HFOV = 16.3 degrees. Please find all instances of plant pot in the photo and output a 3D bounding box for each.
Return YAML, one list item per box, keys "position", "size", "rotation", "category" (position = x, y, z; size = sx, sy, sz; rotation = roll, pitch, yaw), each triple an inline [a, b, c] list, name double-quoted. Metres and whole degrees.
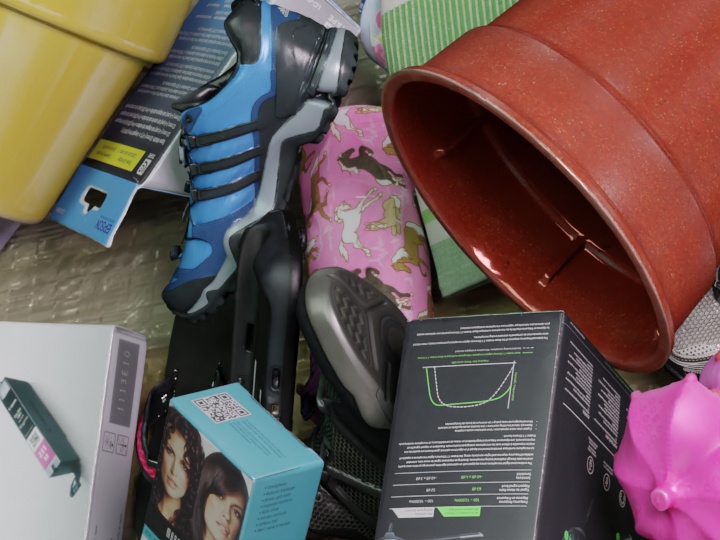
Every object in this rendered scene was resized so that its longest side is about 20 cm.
- position: [-0.226, -0.140, 1.575]
  size: [0.200, 0.200, 0.190]
  rotation: [26, 95, 37]
  category: "plant pot"
- position: [0.147, -0.088, 1.292]
  size: [0.195, 0.201, 0.200]
  rotation: [-44, 50, -16]
  category: "plant pot"

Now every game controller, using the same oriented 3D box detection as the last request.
- position: [-0.050, 0.070, 1.415]
  size: [0.042, 0.202, 0.104]
  rotation: [-1, 20, -15]
  category: "game controller"

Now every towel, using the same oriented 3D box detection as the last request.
- position: [0.082, -0.103, 1.438]
  size: [0.152, 0.023, 0.202]
  rotation: [-23, 76, 38]
  category: "towel"

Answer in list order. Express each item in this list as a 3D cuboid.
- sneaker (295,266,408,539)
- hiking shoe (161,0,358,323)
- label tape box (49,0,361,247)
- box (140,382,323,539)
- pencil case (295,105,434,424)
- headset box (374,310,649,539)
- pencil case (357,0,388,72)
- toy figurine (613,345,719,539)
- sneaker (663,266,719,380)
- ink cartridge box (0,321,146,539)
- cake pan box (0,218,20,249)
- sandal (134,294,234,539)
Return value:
- position: [-0.006, 0.085, 1.366]
  size: [0.113, 0.200, 0.077]
  rotation: [-15, 42, 23]
  category: "sneaker"
- position: [-0.076, -0.067, 1.461]
  size: [0.201, 0.086, 0.074]
  rotation: [-62, 5, 16]
  category: "hiking shoe"
- position: [-0.099, -0.091, 1.565]
  size: [0.201, 0.066, 0.143]
  rotation: [-57, 21, -6]
  category: "label tape box"
- position: [-0.081, 0.170, 1.382]
  size: [0.082, 0.049, 0.201]
  rotation: [39, 127, 39]
  category: "box"
- position: [0.000, 0.000, 1.482]
  size: [0.086, 0.083, 0.201]
  rotation: [-8, 60, 9]
  category: "pencil case"
- position: [0.085, 0.148, 1.292]
  size: [0.092, 0.174, 0.201]
  rotation: [-4, 63, 27]
  category: "headset box"
- position: [0.093, -0.131, 1.498]
  size: [0.199, 0.083, 0.091]
  rotation: [30, 104, 37]
  category: "pencil case"
- position: [0.199, 0.087, 1.238]
  size: [0.149, 0.184, 0.201]
  rotation: [15, 78, 31]
  category: "toy figurine"
- position: [0.230, -0.021, 1.357]
  size: [0.200, 0.085, 0.078]
  rotation: [-48, 51, -1]
  category: "sneaker"
- position: [-0.221, 0.132, 1.535]
  size: [0.172, 0.043, 0.202]
  rotation: [1, 78, 29]
  category: "ink cartridge box"
- position: [-0.289, -0.096, 1.724]
  size: [0.200, 0.052, 0.185]
  rotation: [33, 81, 38]
  category: "cake pan box"
- position: [-0.105, 0.089, 1.516]
  size: [0.075, 0.045, 0.201]
  rotation: [-9, 60, 26]
  category: "sandal"
